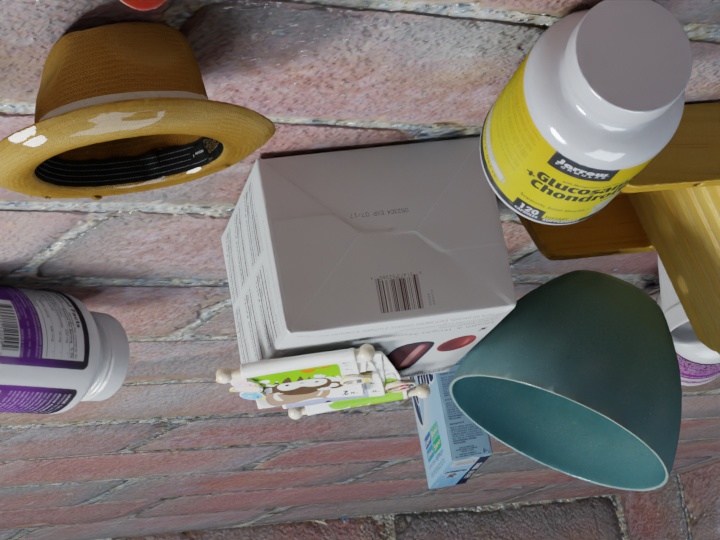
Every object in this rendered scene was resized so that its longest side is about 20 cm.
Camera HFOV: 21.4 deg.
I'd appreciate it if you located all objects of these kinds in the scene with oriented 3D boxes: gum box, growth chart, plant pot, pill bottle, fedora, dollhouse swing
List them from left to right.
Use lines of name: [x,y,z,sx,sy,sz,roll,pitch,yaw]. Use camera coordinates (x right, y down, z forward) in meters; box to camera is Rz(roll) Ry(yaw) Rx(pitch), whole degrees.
pill bottle: [-0.304,0.071,1.704,0.111,0.113,0.199,-20,162,35]
fedora: [-0.149,-0.103,1.195,0.198,0.083,0.201,-11,171,-2]
growth chart: [-0.033,0.091,1.555,0.143,0.018,0.200,-12,164,12]
gum box: [0.080,0.104,1.908,0.044,0.202,0.170,-8,166,-8]
plant pot: [0.192,0.081,1.626,0.198,0.136,0.200,23,160,9]
pill bottle: [0.156,-0.111,1.309,0.111,0.113,0.200,-7,166,-12]
dollhouse swing: [0.237,-0.020,1.589,0.180,0.178,0.200,-6,166,-16]
pill bottle: [0.376,0.055,2.100,0.111,0.113,0.200,-9,166,-2]

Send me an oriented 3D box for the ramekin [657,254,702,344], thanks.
ramekin: [0.391,-0.002,1.906,0.198,0.106,0.200,-9,166,-2]

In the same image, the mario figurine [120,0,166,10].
mario figurine: [-0.062,-0.180,0.897,0.199,0.107,0.123,-29,123,34]

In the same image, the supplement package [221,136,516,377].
supplement package: [0.000,0.000,1.561,0.189,0.149,0.200,-6,164,-14]
